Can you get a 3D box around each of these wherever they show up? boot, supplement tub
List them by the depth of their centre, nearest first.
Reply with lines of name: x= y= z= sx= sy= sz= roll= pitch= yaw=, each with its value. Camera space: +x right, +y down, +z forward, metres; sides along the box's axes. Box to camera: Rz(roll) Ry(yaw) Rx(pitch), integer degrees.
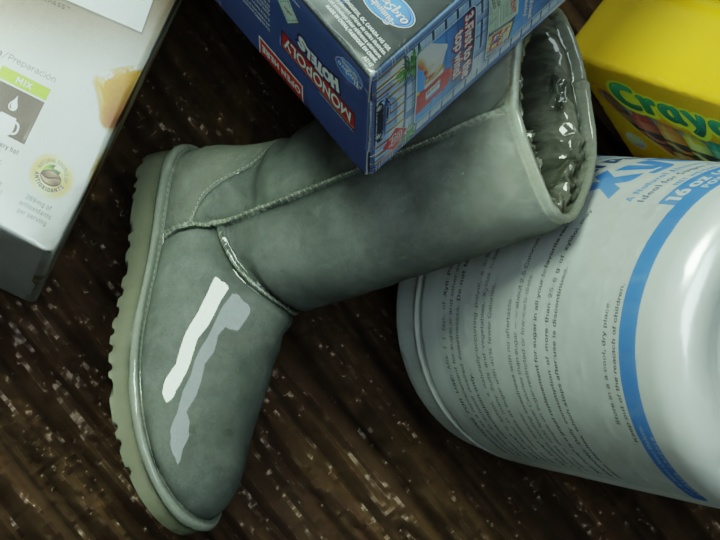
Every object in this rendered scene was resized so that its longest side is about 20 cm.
boot: x=-0.001 y=0.000 z=1.112 sx=0.199 sy=0.072 sz=0.183 roll=-12 pitch=68 yaw=27
supplement tub: x=0.116 y=0.021 z=1.116 sx=0.131 sy=0.200 sz=0.133 roll=-3 pitch=96 yaw=-30

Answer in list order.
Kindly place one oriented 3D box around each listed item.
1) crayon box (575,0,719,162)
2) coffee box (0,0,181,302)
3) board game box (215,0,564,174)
crayon box: x=0.166 y=-0.050 z=1.143 sx=0.052 sy=0.125 sz=0.200 roll=-52 pitch=134 yaw=-15
coffee box: x=-0.120 y=-0.101 z=1.150 sx=0.079 sy=0.114 sz=0.201 roll=25 pitch=76 yaw=-6
board game box: x=0.027 y=-0.163 z=1.085 sx=0.199 sy=0.062 sz=0.200 roll=-28 pitch=60 yaw=-20
